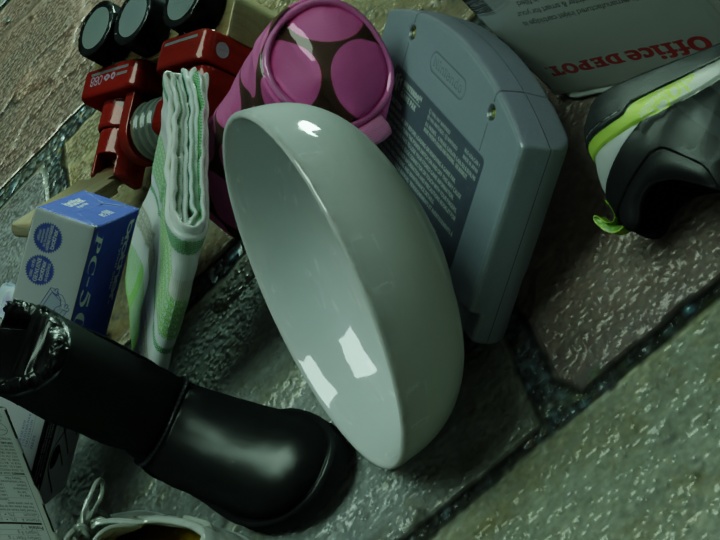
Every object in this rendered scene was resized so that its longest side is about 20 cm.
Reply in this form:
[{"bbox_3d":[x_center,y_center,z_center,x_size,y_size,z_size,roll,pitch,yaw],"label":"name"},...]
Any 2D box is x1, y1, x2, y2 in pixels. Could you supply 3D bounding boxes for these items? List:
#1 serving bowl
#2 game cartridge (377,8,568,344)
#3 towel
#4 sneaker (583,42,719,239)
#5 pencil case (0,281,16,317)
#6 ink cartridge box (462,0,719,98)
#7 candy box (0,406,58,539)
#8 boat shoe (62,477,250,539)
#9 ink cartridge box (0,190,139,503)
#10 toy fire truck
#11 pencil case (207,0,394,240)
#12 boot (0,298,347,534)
[{"bbox_3d":[0.000,0.000,0.864,0.065,0.202,0.200,-24,29,-16],"label":"serving bowl"},{"bbox_3d":[0.051,-0.066,0.921,0.134,0.041,0.200,-69,28,22],"label":"game cartridge"},{"bbox_3d":[-0.130,-0.010,1.053,0.201,0.030,0.150,112,161,-44],"label":"towel"},{"bbox_3d":[0.197,-0.069,0.787,0.199,0.071,0.084,-25,67,38],"label":"sneaker"},{"bbox_3d":[-0.263,0.107,1.160,0.090,0.083,0.201,10,68,60],"label":"pencil case"},{"bbox_3d":[0.108,-0.190,0.865,0.145,0.200,0.085,-4,53,49],"label":"ink cartridge box"},{"bbox_3d":[-0.221,0.190,0.942,0.200,0.061,0.137,55,130,47],"label":"candy box"},{"bbox_3d":[-0.139,0.165,0.951,0.201,0.086,0.075,-2,59,50],"label":"boat shoe"},{"bbox_3d":[-0.199,0.054,1.059,0.094,0.044,0.202,-44,-29,-78],"label":"ink cartridge box"},{"bbox_3d":[-0.155,-0.104,1.198,0.175,0.128,0.202,-6,67,48],"label":"toy fire truck"},{"bbox_3d":[-0.045,-0.082,1.009,0.091,0.094,0.200,-44,0,-24],"label":"pencil case"},{"bbox_3d":[-0.121,0.078,0.937,0.197,0.162,0.074,5,65,52],"label":"boot"}]
